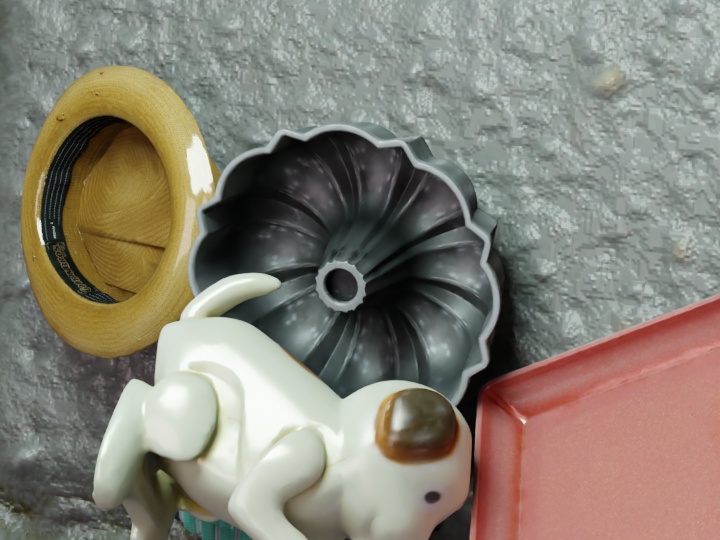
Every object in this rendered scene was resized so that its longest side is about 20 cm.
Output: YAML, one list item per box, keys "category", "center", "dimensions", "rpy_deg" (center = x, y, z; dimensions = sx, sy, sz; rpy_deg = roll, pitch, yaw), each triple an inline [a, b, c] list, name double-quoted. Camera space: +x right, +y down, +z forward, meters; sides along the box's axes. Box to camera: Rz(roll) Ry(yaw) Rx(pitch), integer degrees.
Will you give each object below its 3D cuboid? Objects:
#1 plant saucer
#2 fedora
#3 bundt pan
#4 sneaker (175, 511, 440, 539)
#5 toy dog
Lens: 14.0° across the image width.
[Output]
- category: "plant saucer"
  center: [0.155, 0.120, 1.676]
  dimensions: [0.199, 0.037, 0.200]
  rpy_deg: [-22, 42, 27]
- category: "fedora"
  center: [-0.139, -0.037, 1.897]
  dimensions: [0.200, 0.082, 0.202]
  rpy_deg: [-5, 83, 47]
- category: "bundt pan"
  center: [0.000, 0.000, 1.788]
  dimensions: [0.201, 0.076, 0.203]
  rpy_deg: [6, 107, 18]
- category: "sneaker"
  center: [-0.048, 0.139, 1.842]
  dimensions: [0.200, 0.087, 0.075]
  rpy_deg: [30, 131, 26]
- category: "toy dog"
  center: [-0.032, 0.108, 1.728]
  dimensions: [0.199, 0.140, 0.195]
  rpy_deg: [11, 58, 13]
